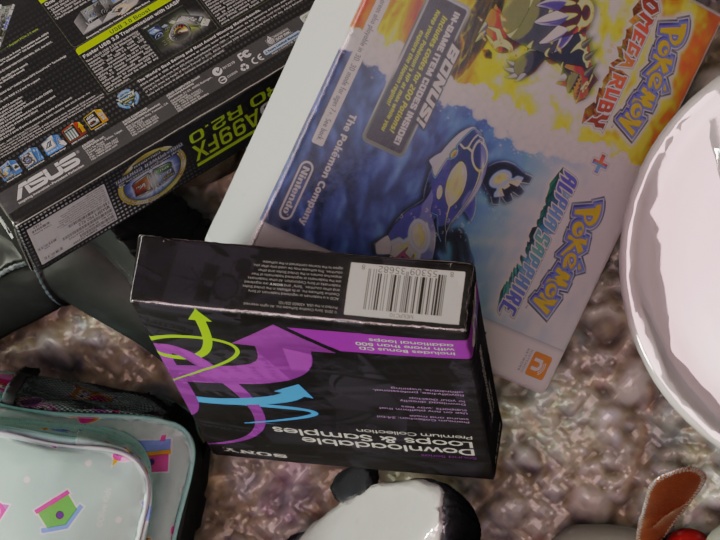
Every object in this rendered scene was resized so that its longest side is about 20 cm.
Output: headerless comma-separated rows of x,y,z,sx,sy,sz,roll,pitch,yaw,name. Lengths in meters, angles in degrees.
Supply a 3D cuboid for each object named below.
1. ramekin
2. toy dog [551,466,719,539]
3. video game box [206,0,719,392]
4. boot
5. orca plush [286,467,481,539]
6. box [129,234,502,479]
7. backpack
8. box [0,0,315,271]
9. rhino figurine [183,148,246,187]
0.223,-0.004,1.061,0.201,0.094,0.204,0,91,12,ramekin
0.189,0.145,1.105,0.199,0.096,0.132,-31,91,17,toy dog
0.050,-0.065,1.057,0.182,0.047,0.201,22,95,-34,video game box
-0.156,0.009,1.178,0.162,0.074,0.198,-21,123,34,boot
-0.002,0.170,1.144,0.071,0.106,0.200,29,119,-31,orca plush
-0.013,0.043,1.027,0.142,0.200,0.036,5,69,10,box
-0.188,0.135,1.139,0.199,0.153,0.177,12,93,4,backpack
-0.110,-0.114,1.088,0.199,0.044,0.160,-32,61,-12,box
-0.143,-0.096,1.162,0.199,0.060,0.088,16,139,12,rhino figurine
